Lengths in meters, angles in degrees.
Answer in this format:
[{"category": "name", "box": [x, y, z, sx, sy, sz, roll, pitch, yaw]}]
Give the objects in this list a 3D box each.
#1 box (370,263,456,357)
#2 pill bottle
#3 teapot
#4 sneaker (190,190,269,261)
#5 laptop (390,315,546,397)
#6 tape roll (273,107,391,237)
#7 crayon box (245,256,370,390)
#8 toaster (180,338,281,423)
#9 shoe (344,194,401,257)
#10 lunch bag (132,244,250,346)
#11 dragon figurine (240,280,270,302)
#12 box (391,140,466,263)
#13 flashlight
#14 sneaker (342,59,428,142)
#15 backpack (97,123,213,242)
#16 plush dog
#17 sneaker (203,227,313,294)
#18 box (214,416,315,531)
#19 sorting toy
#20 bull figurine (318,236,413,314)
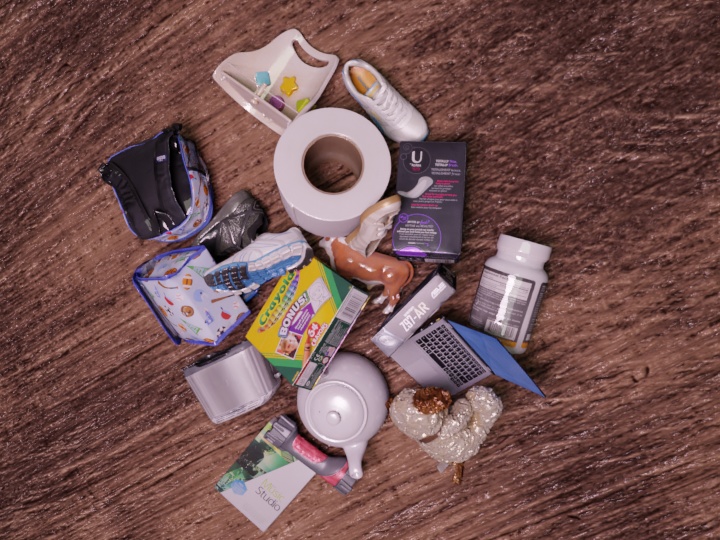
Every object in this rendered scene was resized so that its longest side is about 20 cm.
[{"category": "box", "box": [0.102, 0.064, 1.005, 0.044, 0.200, 0.160, 45, 102, 3]}, {"category": "pill bottle", "box": [0.271, 0.041, 1.017, 0.116, 0.116, 0.200, 16, 97, 8]}, {"category": "teapot", "box": [-0.041, 0.254, 1.077, 0.200, 0.146, 0.198, 26, 99, 7]}, {"category": "sneaker", "box": [-0.258, -0.051, 1.116, 0.114, 0.076, 0.199, 44, 96, 11]}, {"category": "laptop", "box": [0.184, 0.183, 0.998, 0.200, 0.116, 0.187, -33, 122, 16]}, {"category": "tape roll", "box": [-0.051, -0.171, 1.010, 0.202, 0.139, 0.203, 0, 82, -3]}, {"category": "crayon box", "box": [-0.101, 0.084, 1.018, 0.172, 0.058, 0.200, 33, 92, 42]}, {"category": "toaster", "box": [-0.258, 0.219, 1.127, 0.200, 0.114, 0.129, -25, 93, 10]}, {"category": "shoe", "box": [0.029, -0.074, 0.968, 0.070, 0.200, 0.053, -29, 84, -24]}, {"category": "lunch bag", "box": [-0.342, 0.052, 1.084, 0.200, 0.124, 0.170, -1, 125, 46]}, {"category": "dragon figurine", "box": [-0.221, 0.026, 1.107, 0.200, 0.099, 0.059, -39, 88, 11]}, {"category": "box", "box": [0.125, -0.120, 1.010, 0.122, 0.106, 0.200, 4, 83, 9]}, {"category": "flashlight", "box": [-0.092, 0.362, 1.116, 0.200, 0.068, 0.068, 38, 143, 0]}, {"category": "sneaker", "box": [0.042, -0.308, 1.037, 0.200, 0.081, 0.077, 42, 99, 2]}, {"category": "backpack", "box": [-0.378, -0.150, 1.085, 0.200, 0.154, 0.191, -22, 74, 18]}, {"category": "plush dog", "box": [0.128, 0.272, 1.000, 0.172, 0.161, 0.200, 34, 144, -15]}, {"category": "sneaker", "box": [-0.189, -0.023, 1.022, 0.200, 0.075, 0.087, -19, 51, -6]}, {"category": "box", "box": [-0.192, 0.428, 1.176, 0.144, 0.036, 0.200, 40, 99, 3]}, {"category": "sorting toy", "box": [-0.137, -0.362, 1.059, 0.200, 0.107, 0.180, 38, 88, 15]}, {"category": "bull figurine", "box": [0.000, 0.000, 1.085, 0.200, 0.065, 0.122, 19, 105, 13]}]
